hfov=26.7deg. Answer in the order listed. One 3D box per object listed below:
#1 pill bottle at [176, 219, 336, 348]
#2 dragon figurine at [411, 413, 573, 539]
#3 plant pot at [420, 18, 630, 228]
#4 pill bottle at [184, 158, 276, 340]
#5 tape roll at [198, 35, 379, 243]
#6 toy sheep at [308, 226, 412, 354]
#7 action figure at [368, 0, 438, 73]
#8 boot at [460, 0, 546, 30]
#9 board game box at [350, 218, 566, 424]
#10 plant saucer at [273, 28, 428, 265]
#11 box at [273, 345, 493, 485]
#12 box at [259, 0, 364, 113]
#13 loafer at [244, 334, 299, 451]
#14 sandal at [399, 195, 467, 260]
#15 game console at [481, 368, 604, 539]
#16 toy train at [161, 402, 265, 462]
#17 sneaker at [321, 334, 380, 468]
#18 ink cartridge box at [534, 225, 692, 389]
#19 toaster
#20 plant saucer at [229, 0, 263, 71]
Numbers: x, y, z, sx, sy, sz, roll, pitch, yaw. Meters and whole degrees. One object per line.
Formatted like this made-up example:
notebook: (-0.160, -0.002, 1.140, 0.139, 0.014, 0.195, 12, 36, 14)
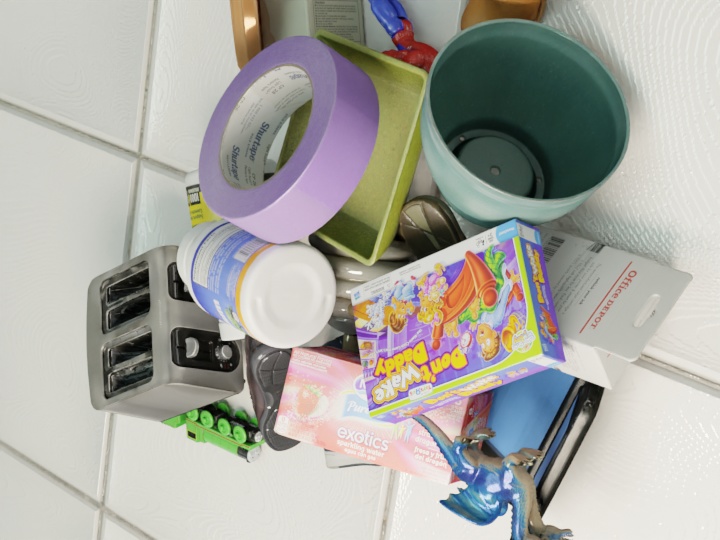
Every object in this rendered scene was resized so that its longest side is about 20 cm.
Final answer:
pill bottle: (-0.119, 0.006, 1.621, 0.200, 0.111, 0.113, 21, 111, 57)
dragon figurine: (0.115, 0.207, 1.454, 0.199, 0.059, 0.100, 21, 104, 22)
plant pot: (0.144, -0.122, 1.473, 0.201, 0.199, 0.134, 60, 156, 18)
pill bottle: (-0.137, -0.024, 1.781, 0.112, 0.112, 0.202, -9, 90, 43)
tape roll: (-0.074, -0.132, 1.528, 0.199, 0.065, 0.202, -24, 52, 36)
toy sheep: (0.000, 0.000, 1.648, 0.137, 0.137, 0.202, 14, 95, 40)
action figure: (0.022, -0.249, 1.635, 0.099, 0.065, 0.201, -43, 67, 31)
boot: (0.131, -0.283, 1.466, 0.200, 0.154, 0.074, -38, 71, 39)
board game box: (0.089, 0.051, 1.449, 0.199, 0.045, 0.136, -24, 65, 31)
plant saucer: (-0.001, -0.128, 1.568, 0.200, 0.048, 0.201, 30, 108, 47)
box: (0.024, 0.147, 1.574, 0.198, 0.102, 0.096, 14, 93, 21)
box: (-0.053, -0.273, 1.681, 0.077, 0.095, 0.202, -1, 94, 43)
loafer: (-0.098, 0.131, 1.768, 0.201, 0.071, 0.063, 84, 159, -50)
sandal: (0.093, -0.009, 1.570, 0.081, 0.055, 0.201, 2, 135, 29)
game console: (0.162, 0.155, 1.536, 0.116, 0.176, 0.201, 25, 117, 6)
toy train: (-0.195, 0.192, 1.919, 0.199, 0.042, 0.057, 19, 119, 39)
sneaker: (0.017, 0.140, 1.687, 0.201, 0.077, 0.148, -12, 90, 46)
ink cartridge box: (0.214, 0.037, 1.457, 0.199, 0.116, 0.068, 20, 151, 40)
toaster: (-0.244, 0.080, 1.866, 0.199, 0.118, 0.182, -22, 64, 41)
plant saucer: (-0.129, -0.307, 1.696, 0.032, 0.200, 0.202, -4, 90, -2)
